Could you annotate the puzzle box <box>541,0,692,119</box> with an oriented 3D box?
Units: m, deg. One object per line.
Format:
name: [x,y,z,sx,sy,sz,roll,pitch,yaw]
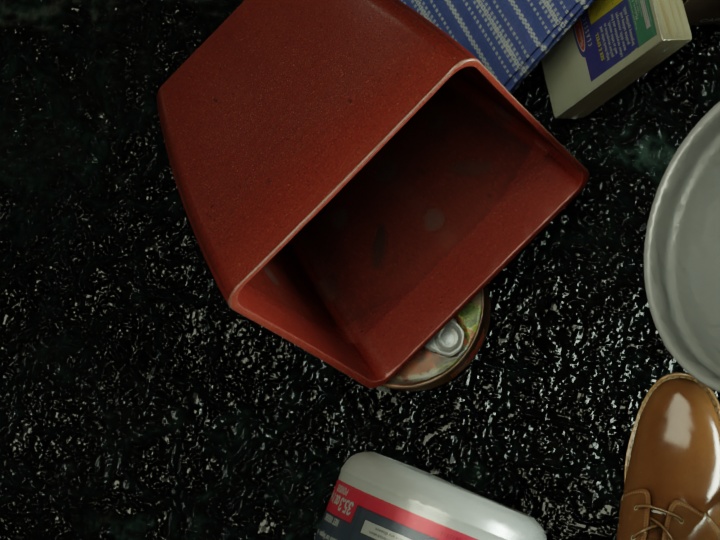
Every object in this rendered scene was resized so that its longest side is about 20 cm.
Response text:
puzzle box: [0.149,-0.216,1.239,0.025,0.133,0.202,-4,75,-28]

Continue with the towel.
towel: [0.083,-0.192,1.251,0.200,0.024,0.146,-48,64,39]

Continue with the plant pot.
plant pot: [-0.010,-0.078,1.186,0.200,0.200,0.177,-44,57,8]

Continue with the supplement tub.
supplement tub: [0.021,0.227,1.177,0.139,0.140,0.202,20,85,19]

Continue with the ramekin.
ramekin: [0.278,-0.012,1.130,0.199,0.104,0.202,-19,63,43]

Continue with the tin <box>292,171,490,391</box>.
tin: [0.000,0.000,1.282,0.199,0.042,0.112,37,95,20]

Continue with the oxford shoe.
oxford shoe: [0.191,0.160,1.177,0.071,0.071,0.202,5,79,19]

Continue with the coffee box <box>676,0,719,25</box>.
coffee box: [0.233,-0.266,1.216,0.113,0.080,0.202,-7,76,-19]
